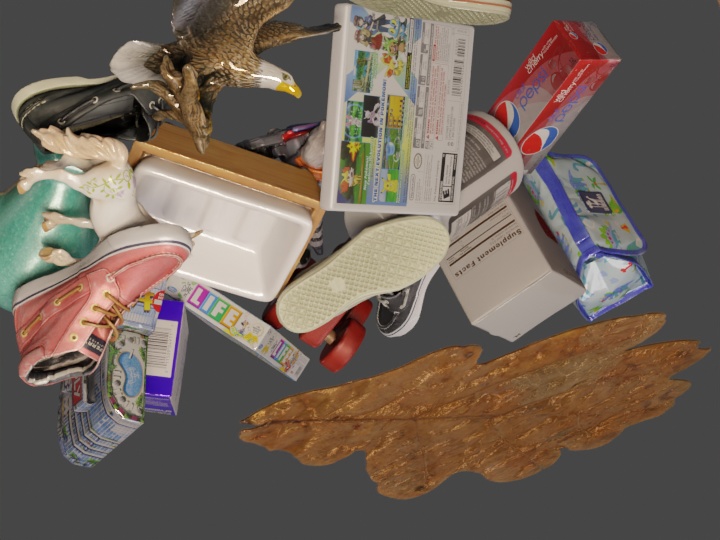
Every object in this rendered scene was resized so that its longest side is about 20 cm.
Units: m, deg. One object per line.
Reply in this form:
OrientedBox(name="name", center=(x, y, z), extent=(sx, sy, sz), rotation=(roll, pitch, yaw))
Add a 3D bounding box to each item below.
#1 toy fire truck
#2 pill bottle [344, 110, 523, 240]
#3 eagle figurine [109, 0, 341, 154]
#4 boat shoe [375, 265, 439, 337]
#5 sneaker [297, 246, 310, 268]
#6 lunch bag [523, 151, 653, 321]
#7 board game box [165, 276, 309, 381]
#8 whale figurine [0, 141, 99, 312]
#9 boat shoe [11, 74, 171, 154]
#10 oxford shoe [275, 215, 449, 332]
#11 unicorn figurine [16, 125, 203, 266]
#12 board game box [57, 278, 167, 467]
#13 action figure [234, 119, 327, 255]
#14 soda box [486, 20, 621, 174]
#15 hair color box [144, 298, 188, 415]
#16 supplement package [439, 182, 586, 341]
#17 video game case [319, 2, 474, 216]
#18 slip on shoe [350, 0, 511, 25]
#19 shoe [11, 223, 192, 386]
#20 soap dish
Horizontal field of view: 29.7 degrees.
OrientedBox(name="toy fire truck", center=(-0.020, 0.011, 1.623), extent=(0.168, 0.112, 0.200), rotation=(-50, -171, 20))
OrientedBox(name="pill bottle", center=(0.080, -0.089, 1.519), extent=(0.200, 0.111, 0.111), rotation=(-35, 160, -31))
OrientedBox(name="eagle figurine", center=(-0.107, -0.205, 1.211), extent=(0.151, 0.200, 0.152), rotation=(42, 152, -26))
OrientedBox(name="boat shoe", center=(0.049, 0.019, 1.788), extent=(0.068, 0.072, 0.200), rotation=(-12, 147, -31))
OrientedBox(name="sneaker", center=(-0.149, -0.012, 1.554), extent=(0.200, 0.081, 0.083), rotation=(4, 152, -41))
OrientedBox(name="lunch bag", center=(0.286, -0.053, 1.765), extent=(0.127, 0.170, 0.200), rotation=(-32, 151, 11))
OrientedBox(name="board game box", center=(-0.143, 0.066, 1.598), extent=(0.034, 0.134, 0.200), rotation=(-57, 164, -6))
OrientedBox(name="whale figurine", center=(-0.304, -0.039, 1.310), extent=(0.159, 0.104, 0.200), rotation=(20, 124, -18))
OrientedBox(name="boat shoe", center=(-0.216, -0.147, 1.257), extent=(0.199, 0.066, 0.075), rotation=(-10, 149, -30))
OrientedBox(name="oxford shoe", center=(0.000, 0.000, 1.430), extent=(0.200, 0.075, 0.058), rotation=(-30, -174, 0))
OrientedBox(name="unicorn figurine", center=(-0.228, -0.051, 1.240), extent=(0.137, 0.074, 0.200), rotation=(-3, 151, 2))
OrientedBox(name="board game box", center=(-0.267, 0.078, 1.418), extent=(0.062, 0.200, 0.200), rotation=(13, 148, -26))
OrientedBox(name="action figure", center=(-0.034, -0.104, 1.466), extent=(0.200, 0.105, 0.194), rotation=(-18, 161, -16))
OrientedBox(name="soda box", center=(0.208, -0.195, 1.560), extent=(0.070, 0.064, 0.200), rotation=(-6, 146, -36))
OrientedBox(name="hair color box", center=(-0.236, 0.101, 1.560), extent=(0.065, 0.110, 0.200), rotation=(7, 167, -3))
OrientedBox(name="supplement package", center=(0.163, -0.034, 1.654), extent=(0.120, 0.200, 0.121), rotation=(-36, 153, 18))
OrientedBox(name="video game case", center=(0.039, -0.158, 1.371), extent=(0.182, 0.201, 0.022), rotation=(0, -173, -43))
OrientedBox(name="slip on shoe", center=(0.056, -0.277, 1.289), extent=(0.200, 0.061, 0.074), rotation=(3, 174, -27))
OrientedBox(name="shoe", center=(-0.231, 0.034, 1.228), extent=(0.200, 0.091, 0.071), rotation=(-24, 149, 22))
OrientedBox(name="soap dish", center=(-0.150, -0.060, 1.379), extent=(0.200, 0.081, 0.157), rotation=(18, 137, -12))
